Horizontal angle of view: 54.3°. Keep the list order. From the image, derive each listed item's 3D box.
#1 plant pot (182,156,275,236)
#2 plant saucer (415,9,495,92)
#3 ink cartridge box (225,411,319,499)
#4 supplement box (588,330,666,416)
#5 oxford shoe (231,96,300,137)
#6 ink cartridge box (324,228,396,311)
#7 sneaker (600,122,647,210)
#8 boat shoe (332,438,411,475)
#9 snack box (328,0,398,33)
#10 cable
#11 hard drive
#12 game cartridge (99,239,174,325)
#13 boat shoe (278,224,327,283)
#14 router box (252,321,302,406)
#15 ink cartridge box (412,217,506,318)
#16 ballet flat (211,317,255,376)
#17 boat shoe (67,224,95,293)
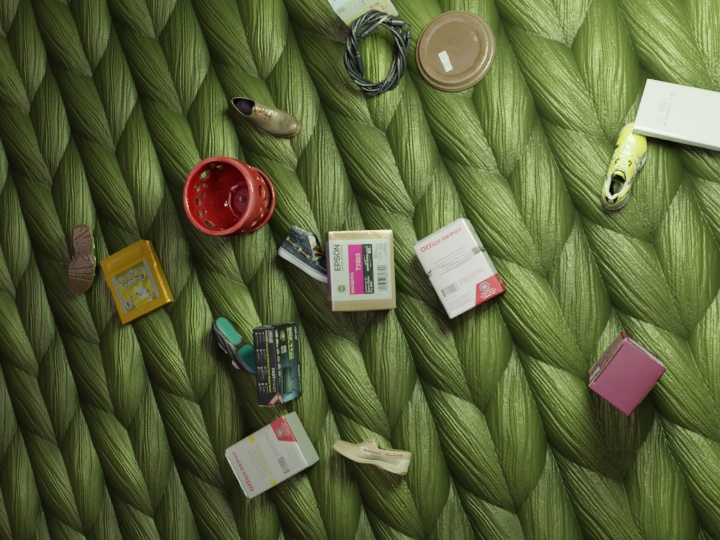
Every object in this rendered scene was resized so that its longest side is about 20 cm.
[{"bbox_3d":[-0.329,-0.184,1.817,0.200,0.182,0.201,0,90,17],"label":"plant pot"},{"bbox_3d":[0.230,-0.540,1.719,0.199,0.029,0.201,0,91,17],"label":"plant saucer"},{"bbox_3d":[-0.233,0.483,1.842,0.200,0.083,0.145,-31,81,15],"label":"ink cartridge box"},{"bbox_3d":[0.573,0.217,1.522,0.103,0.200,0.131,38,102,14],"label":"supplement box"},{"bbox_3d":[-0.253,-0.403,1.848,0.200,0.075,0.071,22,96,16],"label":"oxford shoe"},{"bbox_3d":[0.000,0.000,1.740,0.164,0.075,0.201,-3,90,-9],"label":"ink cartridge box"},{"bbox_3d":[0.596,-0.235,1.577,0.075,0.076,0.201,14,92,19],"label":"sneaker"},{"bbox_3d":[0.029,0.455,1.768,0.199,0.072,0.065,15,86,15],"label":"boat shoe"},{"bbox_3d":[0.010,-0.636,1.697,0.116,0.200,0.037,-30,78,15],"label":"snack box"},{"bbox_3d":[0.038,-0.529,1.724,0.163,0.051,0.200,6,117,-23],"label":"cable"},{"bbox_3d":[0.716,-0.342,1.543,0.199,0.026,0.132,17,75,16],"label":"hard drive"},{"bbox_3d":[-0.639,0.031,1.997,0.176,0.032,0.200,-25,84,16],"label":"game cartridge"},{"bbox_3d":[-0.117,-0.040,1.808,0.200,0.071,0.091,30,102,17],"label":"boat shoe"},{"bbox_3d":[-0.210,0.236,1.799,0.062,0.150,0.201,-4,89,18],"label":"router box"},{"bbox_3d":[0.238,-0.006,1.689,0.144,0.084,0.200,-29,82,17],"label":"ink cartridge box"},{"bbox_3d":[-0.332,0.215,1.887,0.073,0.073,0.200,-43,84,13],"label":"ballet flat"},{"bbox_3d":[-0.802,-0.035,2.041,0.073,0.063,0.201,8,96,-8],"label":"boat shoe"}]
